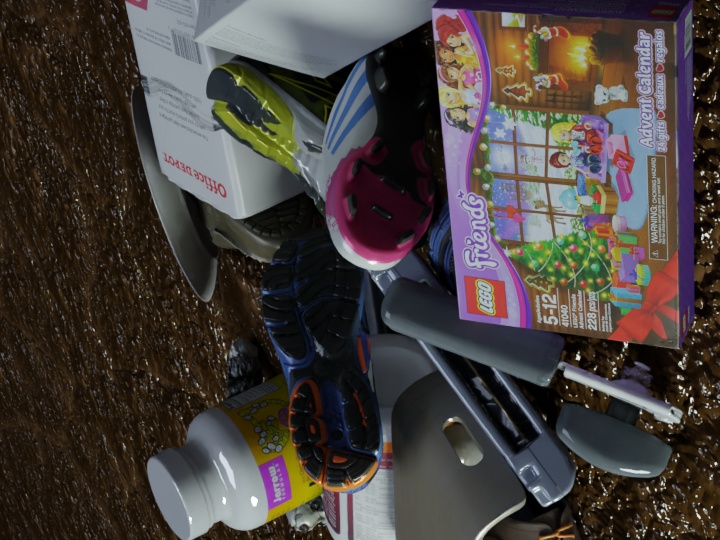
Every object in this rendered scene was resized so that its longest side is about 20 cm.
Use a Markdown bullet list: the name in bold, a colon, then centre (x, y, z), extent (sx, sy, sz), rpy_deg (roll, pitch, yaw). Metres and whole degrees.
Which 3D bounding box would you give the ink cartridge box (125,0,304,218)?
- **ink cartridge box**: centre (-0.113, -0.162, 1.294), extent (0.144, 0.084, 0.202), rpy_deg (29, 135, 53)

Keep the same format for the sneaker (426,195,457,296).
- **sneaker**: centre (0.097, -0.033, 1.006), extent (0.079, 0.075, 0.201), rpy_deg (50, 152, 25)

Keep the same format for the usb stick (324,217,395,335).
- **usb stick**: centre (0.000, 0.000, 1.270), extent (0.055, 0.032, 0.202), rpy_deg (25, 133, 46)

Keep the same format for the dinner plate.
- **dinner plate**: centre (-0.160, -0.071, 1.460), extent (0.200, 0.024, 0.202), rpy_deg (-19, -90, -84)

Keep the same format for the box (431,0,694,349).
- **box**: centre (0.116, -0.057, 0.906), extent (0.135, 0.039, 0.202), rpy_deg (7, 123, 24)

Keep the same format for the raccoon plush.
- **raccoon plush**: centre (-0.062, 0.148, 1.502), extent (0.097, 0.132, 0.202), rpy_deg (87, -176, -66)

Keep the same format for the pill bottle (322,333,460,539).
- **pill bottle**: centre (0.024, 0.157, 1.265), extent (0.110, 0.109, 0.202), rpy_deg (42, 146, 41)

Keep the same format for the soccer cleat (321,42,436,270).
- **soccer cleat**: centre (0.007, -0.061, 1.060), extent (0.086, 0.069, 0.201), rpy_deg (-49, 21, 41)

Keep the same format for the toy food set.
- **toy food set**: centre (0.075, 0.189, 1.119), extent (0.144, 0.060, 0.202), rpy_deg (-124, 24, -51)

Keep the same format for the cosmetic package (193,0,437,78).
- **cosmetic package**: centre (-0.023, -0.193, 1.038), extent (0.199, 0.106, 0.086), rpy_deg (-15, 64, 63)

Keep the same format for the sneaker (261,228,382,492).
- **sneaker**: centre (-0.025, 0.064, 1.134), extent (0.079, 0.074, 0.202), rpy_deg (75, -171, -64)

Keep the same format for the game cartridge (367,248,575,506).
- **game cartridge**: centre (0.077, 0.066, 1.089), extent (0.201, 0.041, 0.133), rpy_deg (54, 179, 8)

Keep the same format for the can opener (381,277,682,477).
- **can opener**: centre (0.103, 0.062, 0.993), extent (0.198, 0.067, 0.053), rpy_deg (25, 175, 8)

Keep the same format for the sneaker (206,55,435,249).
- **sneaker**: centre (-0.015, -0.099, 1.176), extent (0.200, 0.085, 0.075), rpy_deg (41, 147, 4)

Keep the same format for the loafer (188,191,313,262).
- **loafer**: centre (-0.091, -0.049, 1.368), extent (0.200, 0.075, 0.068), rpy_deg (-134, 30, -57)

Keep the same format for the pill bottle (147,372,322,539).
- **pill bottle**: centre (-0.072, 0.146, 1.337), extent (0.104, 0.198, 0.105), rpy_deg (44, 148, 38)

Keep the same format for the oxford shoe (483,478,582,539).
- **oxford shoe**: centre (0.130, 0.210, 1.146), extent (0.201, 0.071, 0.073), rpy_deg (54, 148, 27)
